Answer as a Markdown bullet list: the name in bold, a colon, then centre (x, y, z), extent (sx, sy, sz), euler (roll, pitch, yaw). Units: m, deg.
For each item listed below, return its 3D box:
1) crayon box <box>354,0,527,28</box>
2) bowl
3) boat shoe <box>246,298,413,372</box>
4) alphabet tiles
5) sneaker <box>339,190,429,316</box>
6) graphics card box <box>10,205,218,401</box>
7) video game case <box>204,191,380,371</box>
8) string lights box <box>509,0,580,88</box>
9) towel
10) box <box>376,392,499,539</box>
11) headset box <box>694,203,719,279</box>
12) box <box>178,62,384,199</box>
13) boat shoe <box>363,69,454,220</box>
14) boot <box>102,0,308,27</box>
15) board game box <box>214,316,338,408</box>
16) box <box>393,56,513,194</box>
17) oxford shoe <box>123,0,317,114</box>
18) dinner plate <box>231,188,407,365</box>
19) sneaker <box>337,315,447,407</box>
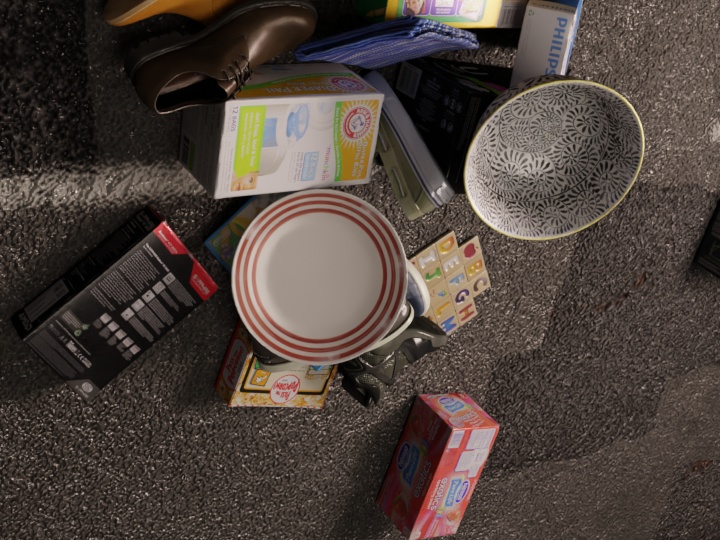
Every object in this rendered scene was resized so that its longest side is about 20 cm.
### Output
- **crayon box**: centre (0.097, -0.326, 1.147), extent (0.198, 0.058, 0.120), euler (-8, 122, -32)
- **bowl**: centre (0.200, -0.142, 1.171), extent (0.198, 0.095, 0.203), euler (-5, 130, -6)
- **boat shoe**: centre (-0.036, 0.063, 1.270), extent (0.199, 0.072, 0.061), euler (-18, 128, 2)
- **alphabet tiles**: centre (0.096, 0.039, 1.494), extent (0.199, 0.006, 0.168), euler (-34, 132, -15)
- **sneaker**: centre (0.000, 0.000, 1.305), extent (0.200, 0.075, 0.085), euler (45, 59, -14)
- **graphics card box**: centre (-0.271, 0.038, 1.193), extent (0.200, 0.051, 0.126), euler (-42, 134, -8)
- **video game case**: centre (-0.065, -0.006, 1.239), extent (0.143, 0.200, 0.018), euler (-42, 176, -5)
- **string lights box**: centre (0.225, -0.280, 1.267), extent (0.200, 0.058, 0.104), euler (-59, 161, -61)
- **towel**: centre (0.032, -0.236, 1.139), extent (0.199, 0.143, 0.024), euler (-14, 95, -65)
- **box**: centre (0.115, 0.293, 1.608), extent (0.102, 0.095, 0.202), euler (2, 116, -37)
- **headset box**: centre (0.680, -0.079, 1.790), extent (0.172, 0.093, 0.202), euler (2, 116, -38)
- **box**: centre (-0.086, -0.157, 1.169), extent (0.198, 0.101, 0.114), euler (-8, 123, -32)
- **boat shoe**: centre (0.037, -0.146, 1.210), extent (0.062, 0.201, 0.072), euler (-32, 146, 8)
- **boot**: centre (-0.147, -0.261, 1.083), extent (0.200, 0.071, 0.145), euler (-37, 137, -10)
- **board game box**: centre (-0.084, 0.078, 1.358), extent (0.150, 0.046, 0.202), euler (8, 112, -39)
- **box**: centre (0.150, -0.175, 1.299), extent (0.198, 0.148, 0.126), euler (0, 116, -35)
- **oxford shoe**: centre (-0.126, -0.205, 1.055), extent (0.198, 0.085, 0.073), euler (-26, 149, -7)
- **dinner plate**: centre (-0.046, 0.007, 1.195), extent (0.197, 0.024, 0.203), euler (-1, 103, -4)
- **sneaker**: centre (0.037, 0.114, 1.428), extent (0.198, 0.076, 0.115), euler (-8, 129, -56)
